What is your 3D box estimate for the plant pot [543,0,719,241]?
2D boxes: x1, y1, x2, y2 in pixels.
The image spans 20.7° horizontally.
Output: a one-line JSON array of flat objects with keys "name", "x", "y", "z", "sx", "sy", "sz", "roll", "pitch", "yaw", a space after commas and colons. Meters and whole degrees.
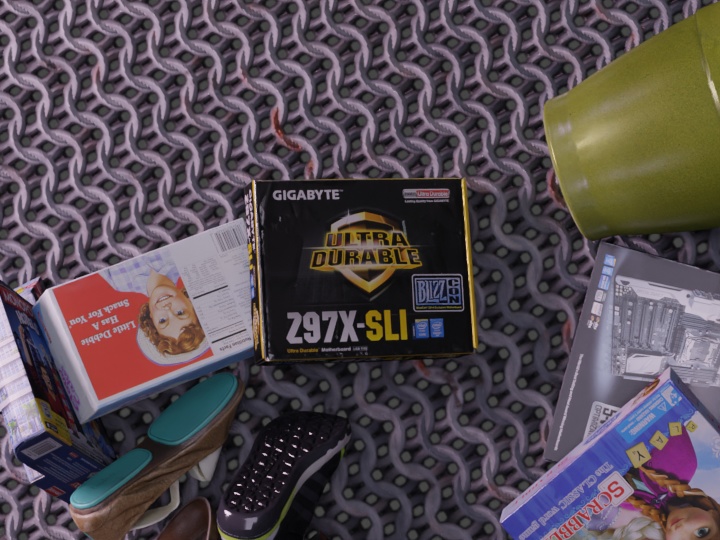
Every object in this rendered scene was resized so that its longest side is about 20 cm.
[{"name": "plant pot", "x": 0.266, "y": -0.116, "z": 1.703, "sx": 0.191, "sy": 0.200, "sz": 0.202, "roll": -17, "pitch": 83, "yaw": 16}]

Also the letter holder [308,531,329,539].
[{"name": "letter holder", "x": -0.059, "y": 0.352, "z": 1.733, "sx": 0.200, "sy": 0.142, "sz": 0.101, "roll": -40, "pitch": 50, "yaw": 4}]

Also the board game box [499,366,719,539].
[{"name": "board game box", "x": 0.257, "y": 0.223, "z": 1.692, "sx": 0.200, "sy": 0.041, "sz": 0.200, "roll": -43, "pitch": 93, "yaw": 15}]

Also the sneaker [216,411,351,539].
[{"name": "sneaker", "x": -0.071, "y": 0.197, "z": 1.721, "sx": 0.071, "sy": 0.200, "sz": 0.084, "roll": 12, "pitch": 122, "yaw": 25}]

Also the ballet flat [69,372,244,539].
[{"name": "ballet flat", "x": -0.172, "y": 0.176, "z": 1.760, "sx": 0.200, "sy": 0.067, "sz": 0.073, "roll": -42, "pitch": 124, "yaw": -28}]

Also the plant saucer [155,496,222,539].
[{"name": "plant saucer", "x": -0.168, "y": 0.293, "z": 1.703, "sx": 0.032, "sy": 0.200, "sz": 0.202, "roll": 27, "pitch": 88, "yaw": -16}]

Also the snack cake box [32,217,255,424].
[{"name": "snack cake box", "x": -0.174, "y": 0.044, "z": 1.740, "sx": 0.198, "sy": 0.067, "sz": 0.116, "roll": -21, "pitch": 83, "yaw": -26}]

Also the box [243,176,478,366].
[{"name": "box", "x": 0.000, "y": 0.000, "z": 1.743, "sx": 0.198, "sy": 0.049, "sz": 0.162, "roll": -1, "pitch": 83, "yaw": -16}]

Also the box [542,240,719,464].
[{"name": "box", "x": 0.260, "y": 0.092, "z": 1.740, "sx": 0.156, "sy": 0.050, "sz": 0.202, "roll": 16, "pitch": 86, "yaw": 7}]

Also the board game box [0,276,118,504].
[{"name": "board game box", "x": -0.297, "y": 0.088, "z": 1.749, "sx": 0.061, "sy": 0.200, "sz": 0.201, "roll": -25, "pitch": 68, "yaw": 4}]
